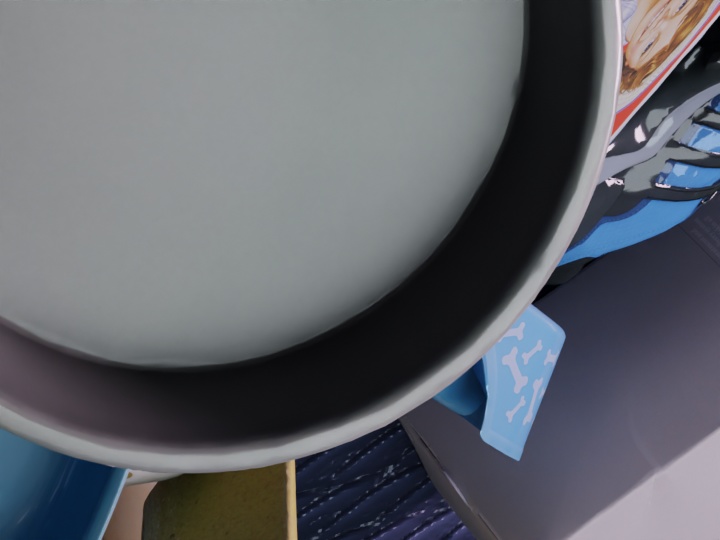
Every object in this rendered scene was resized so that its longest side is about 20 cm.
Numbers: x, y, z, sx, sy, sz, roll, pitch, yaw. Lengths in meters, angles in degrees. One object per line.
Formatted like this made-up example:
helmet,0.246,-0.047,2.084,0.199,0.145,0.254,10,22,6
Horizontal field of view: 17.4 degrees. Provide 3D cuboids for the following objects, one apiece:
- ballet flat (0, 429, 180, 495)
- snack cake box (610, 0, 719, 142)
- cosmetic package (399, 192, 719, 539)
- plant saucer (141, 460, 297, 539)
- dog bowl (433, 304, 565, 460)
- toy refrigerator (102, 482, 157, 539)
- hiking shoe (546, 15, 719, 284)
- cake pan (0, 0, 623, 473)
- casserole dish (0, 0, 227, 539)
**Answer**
ballet flat,-0.055,0.025,0.689,0.200,0.067,0.064,-44,102,6
snack cake box,0.077,-0.104,0.763,0.200,0.067,0.115,-49,165,8
cosmetic package,0.126,0.050,0.950,0.199,0.107,0.090,-35,141,-2
plant saucer,-0.041,0.165,0.710,0.048,0.201,0.201,-1,130,0
dog bowl,0.000,0.000,0.809,0.050,0.111,0.200,-56,139,0
toy refrigerator,-0.111,0.018,0.762,0.070,0.076,0.201,-32,140,-8
hiking shoe,0.123,-0.067,0.875,0.199,0.075,0.087,-28,148,2
cake pan,-0.037,-0.051,0.562,0.198,0.037,0.202,-4,109,-11
casserole dish,-0.111,0.010,0.617,0.120,0.039,0.201,16,111,-15
